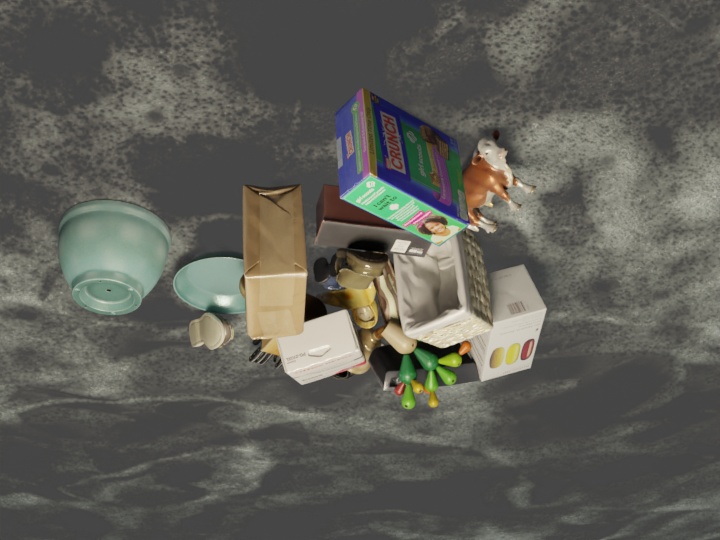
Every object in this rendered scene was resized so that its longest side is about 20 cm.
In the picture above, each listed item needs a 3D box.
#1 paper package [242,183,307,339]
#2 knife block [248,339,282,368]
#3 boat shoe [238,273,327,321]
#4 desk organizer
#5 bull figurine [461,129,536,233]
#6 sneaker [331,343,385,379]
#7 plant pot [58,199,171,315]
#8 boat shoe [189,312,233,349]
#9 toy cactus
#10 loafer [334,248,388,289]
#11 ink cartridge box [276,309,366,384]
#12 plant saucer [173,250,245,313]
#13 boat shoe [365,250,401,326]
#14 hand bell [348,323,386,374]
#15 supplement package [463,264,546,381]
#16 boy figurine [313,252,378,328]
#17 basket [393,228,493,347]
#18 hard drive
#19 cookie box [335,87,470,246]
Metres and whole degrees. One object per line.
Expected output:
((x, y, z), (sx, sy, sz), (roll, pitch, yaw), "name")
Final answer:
((-0.148, -0.016, 1.531), (0.102, 0.193, 0.201), (-2, 148, -7), "paper package")
((-0.173, 0.132, 1.873), (0.173, 0.065, 0.201), (-11, 146, 12), "knife block")
((-0.153, 0.065, 1.695), (0.199, 0.074, 0.062), (28, 135, -34), "boat shoe")
((0.024, -0.084, 1.540), (0.197, 0.078, 0.072), (6, 147, -13), "desk organizer")
((0.205, -0.137, 1.465), (0.121, 0.065, 0.200), (41, 146, -3), "bull figurine")
((-0.012, 0.195, 1.947), (0.198, 0.100, 0.070), (22, 139, -34), "sneaker")
((-0.435, -0.008, 1.581), (0.197, 0.136, 0.201), (-2, 147, -1), "plant pot")
((-0.289, 0.121, 1.808), (0.059, 0.073, 0.199), (-4, 174, -27), "boat shoe")
((0.113, 0.151, 1.681), (0.164, 0.201, 0.102), (36, 176, -2), "toy cactus")
((0.000, 0.000, 1.562), (0.075, 0.069, 0.200), (6, -178, -10), "loafer")
((-0.072, 0.149, 1.726), (0.143, 0.086, 0.200), (-18, 167, 0), "ink cartridge box")
((-0.255, 0.017, 1.720), (0.196, 0.036, 0.201), (-2, 148, -1), "plant saucer")
((0.063, 0.020, 1.686), (0.074, 0.075, 0.205), (-19, 124, -5), "boat shoe")
((0.043, 0.127, 1.833), (0.103, 0.106, 0.199), (21, 143, -32), "hand bell")
((0.271, 0.103, 1.728), (0.112, 0.111, 0.201), (-14, 143, -10), "supplement package")
((-0.024, 0.044, 1.749), (0.123, 0.065, 0.201), (-16, 141, 16), "boy figurine")
((0.149, 0.022, 1.606), (0.134, 0.203, 0.123), (-23, 148, 31), "basket")
((0.124, 0.184, 1.791), (0.197, 0.135, 0.043), (-4, 114, -14), "hard drive")
((0.061, -0.153, 1.353), (0.198, 0.173, 0.075), (22, 138, -33), "cookie box")
